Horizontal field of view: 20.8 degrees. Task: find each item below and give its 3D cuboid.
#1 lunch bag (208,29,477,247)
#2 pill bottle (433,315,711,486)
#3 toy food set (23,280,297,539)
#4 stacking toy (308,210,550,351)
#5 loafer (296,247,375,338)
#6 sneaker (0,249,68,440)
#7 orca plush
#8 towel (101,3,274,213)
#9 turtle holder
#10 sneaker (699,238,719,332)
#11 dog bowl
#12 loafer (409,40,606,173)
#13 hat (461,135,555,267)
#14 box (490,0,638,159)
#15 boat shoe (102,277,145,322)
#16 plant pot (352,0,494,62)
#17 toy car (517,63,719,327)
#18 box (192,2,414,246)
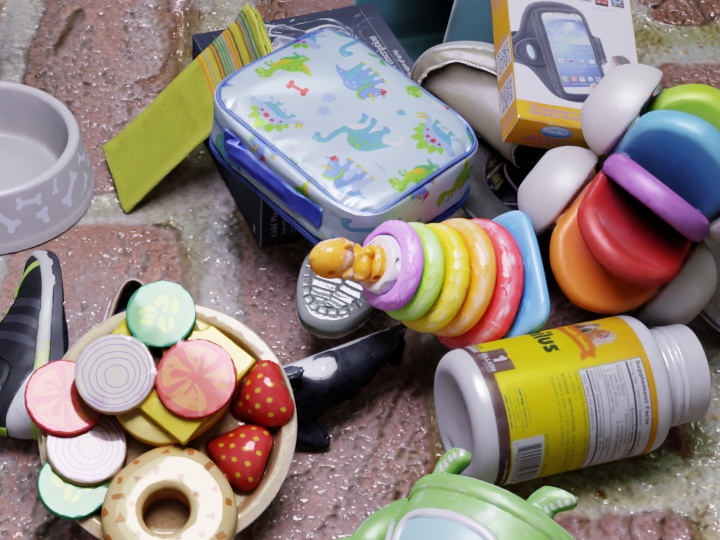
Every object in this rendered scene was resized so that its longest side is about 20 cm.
[{"bbox_3d":[-0.019,-0.102,1.614,0.200,0.083,0.161,39,53,25],"label":"lunch bag"},{"bbox_3d":[0.165,0.097,1.517,0.199,0.110,0.109,-11,42,-16],"label":"pill bottle"},{"bbox_3d":[-0.147,0.115,1.450,0.198,0.049,0.200,37,75,12],"label":"toy food set"},{"bbox_3d":[0.039,0.002,1.520,0.199,0.116,0.110,11,56,-38],"label":"stacking toy"},{"bbox_3d":[0.000,0.000,1.641,0.075,0.070,0.200,22,39,10],"label":"loafer"},{"bbox_3d":[-0.276,0.056,1.564,0.082,0.072,0.200,-3,41,-6],"label":"sneaker"},{"bbox_3d":[-0.041,0.106,1.551,0.199,0.071,0.105,-19,-1,-38],"label":"orca plush"},{"bbox_3d":[-0.152,-0.143,1.737,0.018,0.200,0.086,29,28,-41],"label":"towel"},{"bbox_3d":[0.064,0.208,1.359,0.185,0.141,0.132,28,62,14],"label":"turtle holder"},{"bbox_3d":[0.309,-0.044,1.634,0.080,0.115,0.200,-21,74,-43],"label":"sneaker"},{"bbox_3d":[-0.337,-0.098,1.752,0.199,0.059,0.201,2,40,-2],"label":"dog bowl"},{"bbox_3d":[0.135,-0.134,1.676,0.199,0.075,0.070,20,40,4],"label":"loafer"},{"bbox_3d":[0.159,-0.050,1.708,0.200,0.081,0.201,9,39,-7],"label":"hat"},{"bbox_3d":[0.174,-0.190,1.667,0.118,0.042,0.201,8,58,-16],"label":"box"},{"bbox_3d":[-0.181,0.087,1.531,0.072,0.073,0.200,-4,42,-10],"label":"boat shoe"},{"bbox_3d":[0.115,-0.251,1.905,0.199,0.142,0.141,-12,41,-34],"label":"plant pot"},{"bbox_3d":[0.225,-0.052,1.534,0.175,0.200,0.150,38,16,1],"label":"toy car"},{"bbox_3d":[-0.038,-0.136,1.782,0.181,0.104,0.200,-14,43,-17],"label":"box"}]
